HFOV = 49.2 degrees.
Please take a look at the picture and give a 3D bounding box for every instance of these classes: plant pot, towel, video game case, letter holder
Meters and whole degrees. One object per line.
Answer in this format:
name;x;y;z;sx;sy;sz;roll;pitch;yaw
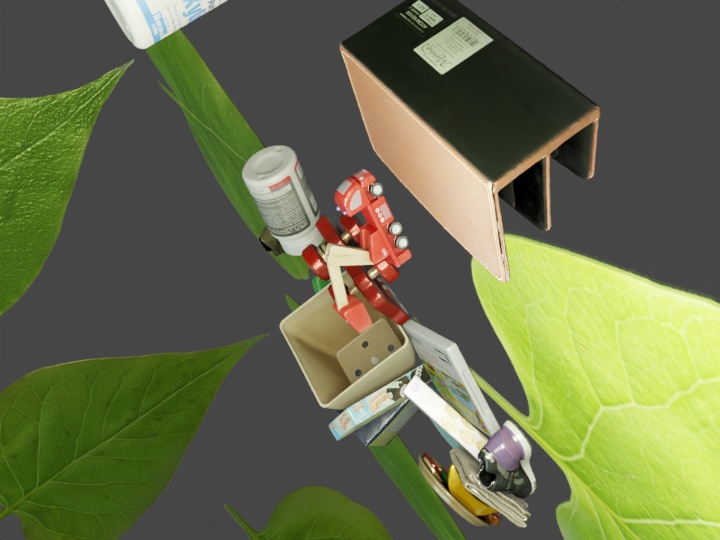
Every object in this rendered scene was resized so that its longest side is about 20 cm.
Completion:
plant pot;-0.002;0.147;1.508;0.201;0.199;0.177;57;-173;32
towel;0.223;0.370;1.362;0.131;0.035;0.200;37;-179;-3
video game case;0.154;0.181;1.350;0.184;0.023;0.200;61;168;-17
letter holder;0.088;-0.109;0.643;0.201;0.100;0.143;50;169;34

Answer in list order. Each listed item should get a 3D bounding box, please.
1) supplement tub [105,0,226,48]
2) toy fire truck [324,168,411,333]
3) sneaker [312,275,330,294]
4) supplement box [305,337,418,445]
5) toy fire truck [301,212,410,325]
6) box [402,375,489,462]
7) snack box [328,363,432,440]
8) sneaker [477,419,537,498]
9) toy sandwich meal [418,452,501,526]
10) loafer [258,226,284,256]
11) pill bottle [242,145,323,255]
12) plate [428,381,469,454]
supplement tub;-0.238;-0.393;1.019;0.133;0.198;0.132;53;169;15
toy fire truck;-0.002;-0.028;1.146;0.202;0.140;0.049;62;167;-25
sneaker;-0.029;0.064;1.707;0.199;0.074;0.084;41;166;26
supplement box;0.016;0.257;1.693;0.200;0.134;0.200;46;-178;19
toy fire truck;0.000;0.000;1.344;0.201;0.112;0.168;53;-173;26
box;0.159;0.266;1.387;0.199;0.042;0.039;42;173;9
snack box;0.043;0.242;1.464;0.038;0.197;0.116;57;149;13
sneaker;0.222;0.316;1.247;0.076;0.087;0.202;46;165;40
toy sandwich meal;0.196;0.406;1.496;0.205;0.070;0.205;42;-177;-2
loafer;-0.264;-0.089;2.309;0.077;0.067;0.201;54;168;15
pill bottle;-0.147;-0.134;1.554;0.114;0.113;0.202;44;163;47
plate;0.165;0.286;1.581;0.202;0.025;0.201;55;169;16
